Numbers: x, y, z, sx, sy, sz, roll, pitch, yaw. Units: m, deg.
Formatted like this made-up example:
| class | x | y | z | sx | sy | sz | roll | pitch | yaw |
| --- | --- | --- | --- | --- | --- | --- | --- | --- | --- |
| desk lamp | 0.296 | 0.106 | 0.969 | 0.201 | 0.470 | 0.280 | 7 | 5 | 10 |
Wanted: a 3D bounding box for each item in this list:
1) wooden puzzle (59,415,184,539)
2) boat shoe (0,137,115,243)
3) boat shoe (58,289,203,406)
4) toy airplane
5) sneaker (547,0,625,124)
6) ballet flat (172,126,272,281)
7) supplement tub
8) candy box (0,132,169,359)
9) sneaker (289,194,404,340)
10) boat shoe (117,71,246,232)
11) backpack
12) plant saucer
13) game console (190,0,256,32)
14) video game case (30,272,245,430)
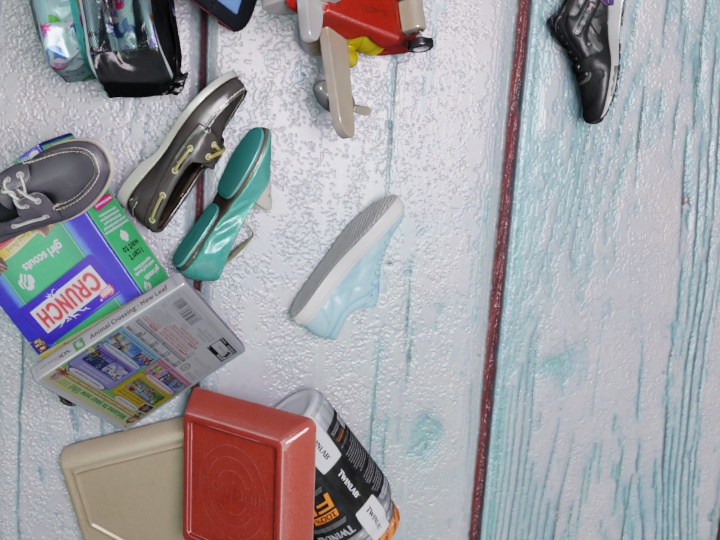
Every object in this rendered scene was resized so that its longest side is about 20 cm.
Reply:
| class | x | y | z | sx | sy | sz | roll | pitch | yaw |
| --- | --- | --- | --- | --- | --- | --- | --- | --- | --- |
| wooden puzzle | -0.267 | 0.297 | 0.945 | 0.183 | 0.037 | 0.203 | -13 | 98 | -6 |
| boat shoe | -0.333 | -0.069 | 0.728 | 0.198 | 0.063 | 0.073 | -22 | 105 | 16 |
| boat shoe | -0.271 | 0.094 | 0.880 | 0.200 | 0.061 | 0.072 | -31 | 127 | 0 |
| toy airplane | -0.030 | -0.276 | 0.819 | 0.199 | 0.140 | 0.201 | 48 | 57 | -26 |
| sneaker | 0.273 | -0.284 | 0.913 | 0.086 | 0.076 | 0.203 | 3 | 97 | 5 |
| ballet flat | -0.148 | -0.074 | 0.884 | 0.070 | 0.067 | 0.201 | 29 | 95 | -38 |
| supplement tub | -0.043 | 0.261 | 0.927 | 0.122 | 0.123 | 0.201 | -37 | 104 | -1 |
| candy box | -0.338 | -0.021 | 0.823 | 0.168 | 0.077 | 0.201 | -28 | 105 | 19 |
| sneaker | 0.000 | 0.000 | 0.917 | 0.082 | 0.074 | 0.200 | 36 | 101 | -22 |
| boat shoe | -0.192 | -0.134 | 0.844 | 0.061 | 0.072 | 0.201 | 42 | 98 | 3 |
| backpack | -0.260 | -0.287 | 0.761 | 0.149 | 0.177 | 0.203 | -4 | 98 | -14 |
| plant saucer | -0.141 | 0.254 | 0.857 | 0.198 | 0.037 | 0.203 | 7 | 97 | 34 |
| game console | -0.135 | -0.355 | 0.762 | 0.031 | 0.200 | 0.179 | 25 | 97 | 10 |
| video game case | -0.241 | 0.100 | 0.840 | 0.181 | 0.200 | 0.022 | -34 | 62 | -6 |
